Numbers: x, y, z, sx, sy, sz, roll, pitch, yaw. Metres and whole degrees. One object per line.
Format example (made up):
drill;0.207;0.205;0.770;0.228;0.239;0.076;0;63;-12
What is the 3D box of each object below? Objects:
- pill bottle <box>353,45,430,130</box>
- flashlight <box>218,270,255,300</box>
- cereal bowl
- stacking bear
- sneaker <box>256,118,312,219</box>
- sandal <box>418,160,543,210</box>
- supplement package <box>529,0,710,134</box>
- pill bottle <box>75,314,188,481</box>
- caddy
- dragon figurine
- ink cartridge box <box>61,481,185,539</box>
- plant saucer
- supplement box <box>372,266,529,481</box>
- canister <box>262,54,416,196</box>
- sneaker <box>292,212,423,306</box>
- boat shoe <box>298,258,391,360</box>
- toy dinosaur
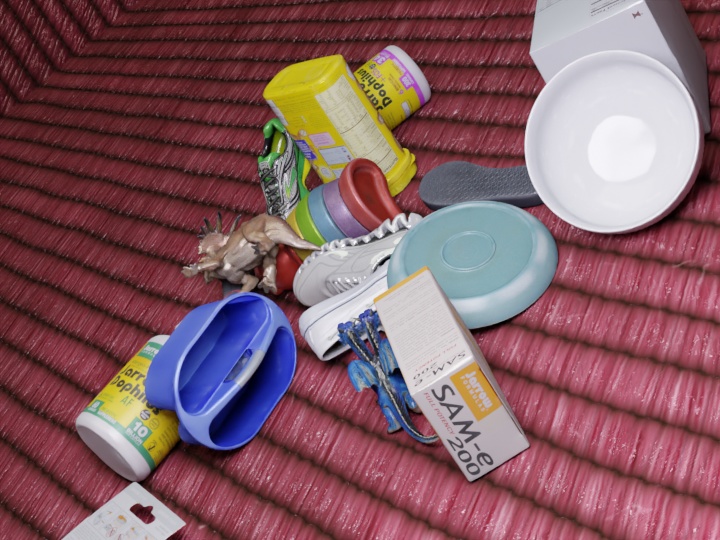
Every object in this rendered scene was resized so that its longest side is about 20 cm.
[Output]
pill bottle;0.002;-0.241;1.993;0.200;0.104;0.104;-40;28;-7
flashlight;-0.162;0.039;1.787;0.200;0.068;0.068;-107;40;-66
cereal bowl;0.287;-0.138;1.467;0.199;0.201;0.083;-22;-13;24
stacking bear;-0.053;-0.045;1.744;0.200;0.122;0.114;-35;-19;25
sneaker;-0.120;-0.123;1.906;0.078;0.085;0.201;-10;72;37
sandal;0.158;-0.097;1.671;0.199;0.043;0.076;5;54;38
supplement package;0.313;-0.262;1.583;0.147;0.192;0.200;-21;30;26
pill bottle;-0.248;0.153;1.643;0.112;0.113;0.200;6;47;52
caddy;-0.158;0.119;1.567;0.105;0.142;0.200;-8;38;46
dragon figurine;0.025;0.115;1.411;0.059;0.100;0.200;-33;27;5
ink cartridge box;-0.293;0.338;1.485;0.200;0.047;0.160;-39;27;-19
plant saucer;0.124;-0.015;1.511;0.199;0.028;0.201;-10;43;9
supplement box;0.087;0.100;1.336;0.073;0.126;0.200;-31;27;5
canister;-0.030;-0.196;1.852;0.148;0.200;0.087;-2;42;46
sneaker;0.000;0.000;1.659;0.199;0.075;0.081;-26;40;21
boat shoe;0.026;0.045;1.573;0.199;0.074;0.067;-31;57;1
toy dinosaur;-0.147;-0.033;1.712;0.199;0.086;0.136;-22;32;22
